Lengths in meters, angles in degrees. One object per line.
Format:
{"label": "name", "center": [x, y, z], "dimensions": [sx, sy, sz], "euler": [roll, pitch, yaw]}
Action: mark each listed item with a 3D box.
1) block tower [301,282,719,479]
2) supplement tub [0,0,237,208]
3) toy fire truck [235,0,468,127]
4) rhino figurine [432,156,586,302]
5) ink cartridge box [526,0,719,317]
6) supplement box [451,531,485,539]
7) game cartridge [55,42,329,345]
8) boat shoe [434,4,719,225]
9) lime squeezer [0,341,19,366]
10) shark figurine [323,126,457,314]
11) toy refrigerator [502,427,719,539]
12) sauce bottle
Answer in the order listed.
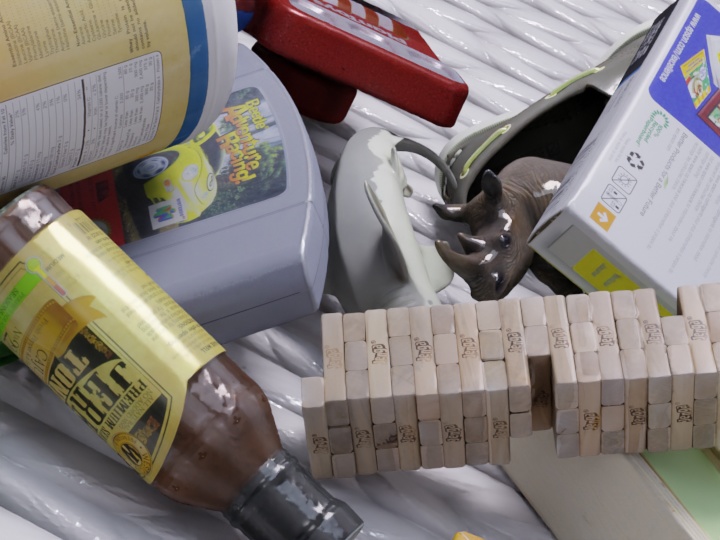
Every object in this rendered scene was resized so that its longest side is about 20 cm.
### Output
{"label": "block tower", "center": [0.074, 0.049, 0.968], "dimensions": [0.199, 0.054, 0.058], "euler": [-5, 46, 2]}
{"label": "supplement tub", "center": [-0.169, -0.099, 0.945], "dimensions": [0.199, 0.145, 0.145], "euler": [-22, 51, -30]}
{"label": "toy fire truck", "center": [-0.044, -0.146, 1.175], "dimensions": [0.199, 0.112, 0.168], "euler": [24, 12, -18]}
{"label": "rhino figurine", "center": [0.106, -0.017, 1.113], "dimensions": [0.200, 0.060, 0.088], "euler": [-5, 76, -43]}
{"label": "ink cartridge box", "center": [0.201, -0.019, 1.100], "dimensions": [0.200, 0.047, 0.198], "euler": [41, 46, -8]}
{"label": "supplement box", "center": [0.071, 0.223, 0.631], "dimensions": [0.197, 0.200, 0.133], "euler": [24, 29, -1]}
{"label": "game cartridge", "center": [-0.085, -0.036, 1.032], "dimensions": [0.133, 0.041, 0.200], "euler": [-15, 38, -3]}
{"label": "boat shoe", "center": [0.136, -0.080, 1.193], "dimensions": [0.072, 0.201, 0.060], "euler": [61, 4, -17]}
{"label": "lime squeezer", "center": [-0.161, 0.069, 0.889], "dimensions": [0.071, 0.038, 0.200], "euler": [46, 18, -28]}
{"label": "shark figurine", "center": [-0.007, -0.021, 1.084], "dimensions": [0.128, 0.089, 0.215], "euler": [57, 17, -38]}
{"label": "toy refrigerator", "center": [0.135, 0.101, 1.006], "dimensions": [0.076, 0.070, 0.200], "euler": [0, 37, -36]}
{"label": "sauce bottle", "center": [-0.082, 0.051, 0.911], "dimensions": [0.200, 0.065, 0.065], "euler": [42, 32, 8]}
